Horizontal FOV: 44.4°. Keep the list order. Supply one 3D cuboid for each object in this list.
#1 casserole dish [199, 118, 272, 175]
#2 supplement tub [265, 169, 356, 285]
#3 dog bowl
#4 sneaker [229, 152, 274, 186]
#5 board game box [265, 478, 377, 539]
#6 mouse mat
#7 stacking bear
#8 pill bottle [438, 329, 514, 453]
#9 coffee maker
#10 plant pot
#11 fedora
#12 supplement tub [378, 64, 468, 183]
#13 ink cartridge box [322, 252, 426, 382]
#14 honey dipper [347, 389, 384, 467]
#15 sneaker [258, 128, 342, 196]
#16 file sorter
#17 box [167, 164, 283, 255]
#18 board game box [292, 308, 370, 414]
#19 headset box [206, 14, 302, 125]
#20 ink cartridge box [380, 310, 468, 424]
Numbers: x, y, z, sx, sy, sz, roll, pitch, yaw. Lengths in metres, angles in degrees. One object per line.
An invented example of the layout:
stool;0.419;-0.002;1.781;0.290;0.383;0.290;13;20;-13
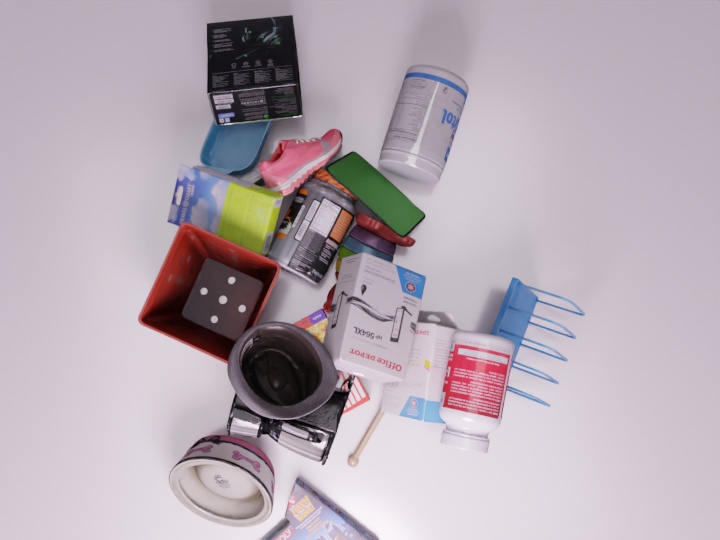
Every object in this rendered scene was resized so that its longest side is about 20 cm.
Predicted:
casserole dish;-0.236;-0.261;1.721;0.120;0.039;0.201;9;64;18
supplement tub;-0.088;-0.084;1.696;0.122;0.123;0.201;27;84;2
dog bowl;-0.246;0.384;1.625;0.199;0.201;0.074;19;43;1
sneaker;-0.203;-0.200;1.733;0.199;0.071;0.080;-33;69;-9
board game box;-0.099;0.508;1.670;0.200;0.062;0.200;-39;85;-4
mouse mat;0.033;-0.149;1.698;0.200;0.161;0.008;43;119;3
stacking bear;0.000;0.000;1.698;0.121;0.114;0.201;24;94;-27
pill bottle;0.200;0.213;1.550;0.111;0.112;0.202;12;82;0
coffee maker;-0.127;0.239;1.630;0.198;0.135;0.193;19;61;1
plant pot;-0.269;0.049;1.653;0.199;0.176;0.201;24;85;2
fedora;-0.138;0.187;1.527;0.176;0.091;0.200;-34;65;-27
supplement tub;0.123;-0.284;1.715;0.131;0.132;0.202;17;85;1
ink cartridge box;0.023;0.088;1.592;0.145;0.084;0.202;20;73;-27
honey dipper;0.032;0.292;1.708;0.038;0.038;0.201;29;88;2
sneaker;-0.112;-0.224;1.677;0.200;0.074;0.087;-45;112;-27
file sorter;0.322;0.140;1.653;0.122;0.139;0.201;19;84;32
box;-0.254;-0.114;1.649;0.199;0.048;0.123;21;105;13
board game box;-0.092;0.197;1.706;0.151;0.046;0.201;-29;86;-2
headset box;-0.206;-0.395;1.707;0.172;0.093;0.201;-7;59;-2
ink cartridge box;0.136;0.179;1.650;0.125;0.128;0.202;14;83;-36
